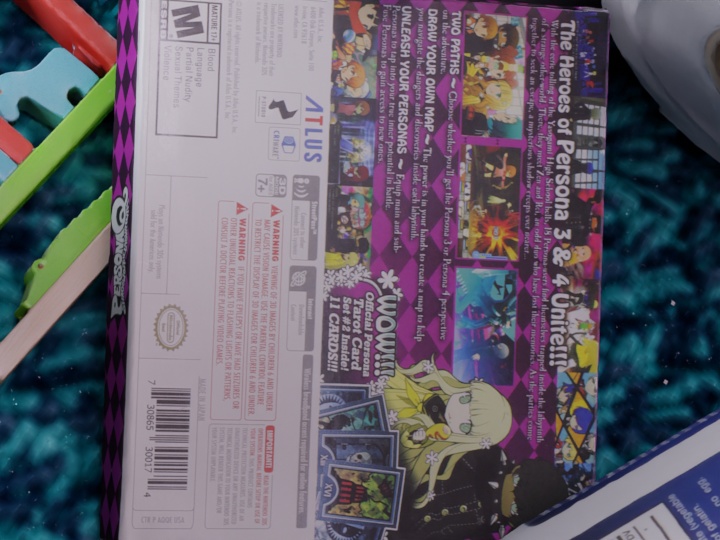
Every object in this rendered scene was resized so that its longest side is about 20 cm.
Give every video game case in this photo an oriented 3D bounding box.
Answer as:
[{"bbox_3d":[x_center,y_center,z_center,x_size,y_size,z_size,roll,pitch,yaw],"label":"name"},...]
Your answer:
[{"bbox_3d":[0.000,0.000,0.865,0.181,0.036,0.201,2,89,-20],"label":"video game case"}]

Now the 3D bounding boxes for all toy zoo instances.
[{"bbox_3d":[-0.164,-0.069,0.865,0.200,0.020,0.131,42,63,-3],"label":"toy zoo"}]

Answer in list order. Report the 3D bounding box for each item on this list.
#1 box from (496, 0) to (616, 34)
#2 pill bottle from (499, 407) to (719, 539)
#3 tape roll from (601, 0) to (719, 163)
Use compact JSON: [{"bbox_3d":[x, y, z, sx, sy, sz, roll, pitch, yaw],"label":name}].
[{"bbox_3d":[0.021,-0.156,0.953,0.159,0.046,0.200,-41,90,-27],"label":"box"},{"bbox_3d":[0.112,0.119,0.834,0.200,0.111,0.111,-30,84,-5],"label":"pill bottle"},{"bbox_3d":[0.188,-0.082,0.888,0.202,0.202,0.071,36,75,-6],"label":"tape roll"}]
